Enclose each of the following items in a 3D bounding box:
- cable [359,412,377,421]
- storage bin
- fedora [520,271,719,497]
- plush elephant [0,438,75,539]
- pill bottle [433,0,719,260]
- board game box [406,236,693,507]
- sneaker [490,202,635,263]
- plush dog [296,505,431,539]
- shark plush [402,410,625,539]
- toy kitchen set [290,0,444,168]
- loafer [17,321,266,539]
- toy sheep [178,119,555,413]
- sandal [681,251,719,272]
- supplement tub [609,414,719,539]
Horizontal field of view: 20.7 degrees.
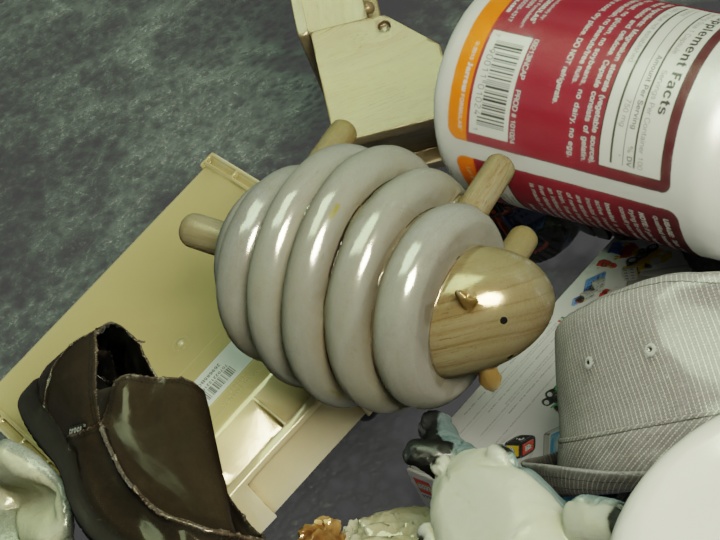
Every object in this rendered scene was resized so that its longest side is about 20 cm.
[{"bbox_3d":[-0.011,0.016,1.163,0.163,0.051,0.200,-19,36,7],"label":"cable"},{"bbox_3d":[-0.075,0.063,1.065,0.200,0.094,0.198,-47,43,-10],"label":"storage bin"},{"bbox_3d":[0.159,0.044,0.862,0.177,0.090,0.200,-7,-4,-37],"label":"fedora"},{"bbox_3d":[-0.183,0.179,0.968,0.200,0.165,0.155,-16,36,-18],"label":"plush elephant"},{"bbox_3d":[0.144,-0.069,0.929,0.200,0.113,0.113,18,53,34],"label":"pill bottle"},{"bbox_3d":[0.133,0.061,1.021,0.126,0.035,0.200,17,52,44],"label":"board game box"},{"bbox_3d":[0.129,-0.063,1.093,0.078,0.075,0.200,-52,15,-19],"label":"sneaker"},{"bbox_3d":[0.008,0.164,0.892,0.200,0.161,0.172,-21,10,8],"label":"plush dog"},{"bbox_3d":[0.060,0.124,0.833,0.091,0.083,0.200,-49,34,-7],"label":"shark plush"},{"bbox_3d":[0.055,-0.162,1.282,0.180,0.163,0.200,-14,71,3],"label":"toy kitchen set"},{"bbox_3d":[-0.102,0.082,0.928,0.200,0.073,0.071,39,104,47],"label":"loafer"},{"bbox_3d":[0.000,0.000,0.930,0.200,0.138,0.138,12,49,33],"label":"toy sheep"},{"bbox_3d":[0.205,-0.017,1.001,0.048,0.075,0.201,8,31,-18],"label":"sandal"},{"bbox_3d":[0.183,0.157,0.712,0.145,0.200,0.145,-18,35,13],"label":"supplement tub"}]
